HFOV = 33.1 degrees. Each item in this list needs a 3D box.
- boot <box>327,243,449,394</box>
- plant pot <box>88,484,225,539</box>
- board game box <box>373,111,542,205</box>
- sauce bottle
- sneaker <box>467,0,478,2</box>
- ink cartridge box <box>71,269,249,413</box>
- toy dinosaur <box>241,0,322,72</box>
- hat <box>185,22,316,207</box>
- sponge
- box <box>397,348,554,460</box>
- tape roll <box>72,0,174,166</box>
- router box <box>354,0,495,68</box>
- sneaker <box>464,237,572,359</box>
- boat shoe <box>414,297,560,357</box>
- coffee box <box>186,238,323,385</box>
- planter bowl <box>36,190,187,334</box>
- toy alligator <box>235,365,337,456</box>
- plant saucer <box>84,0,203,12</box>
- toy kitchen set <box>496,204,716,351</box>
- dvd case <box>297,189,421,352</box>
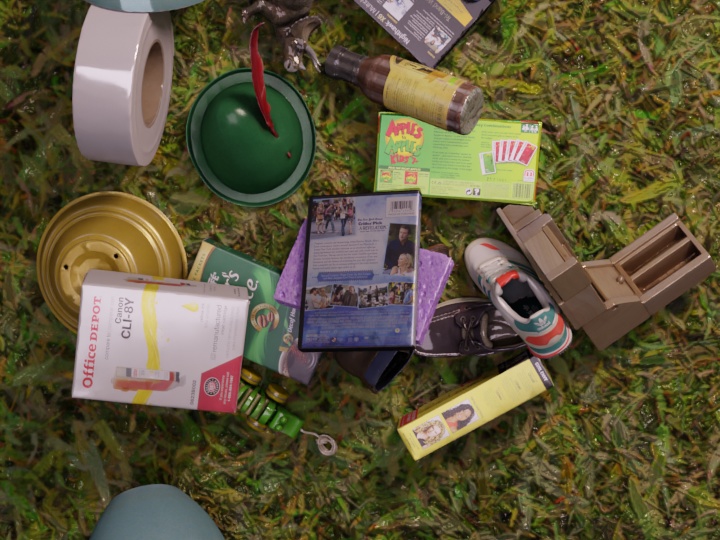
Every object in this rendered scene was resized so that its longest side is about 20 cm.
[{"bbox_3d":[0.055,0.061,1.500,0.200,0.075,0.097,-43,61,3],"label":"boot"},{"bbox_3d":[-0.264,0.352,1.539,0.200,0.200,0.135,-20,61,6],"label":"plant pot"},{"bbox_3d":[0.119,-0.140,1.503,0.199,0.048,0.102,4,97,3],"label":"board game box"},{"bbox_3d":[0.049,-0.223,1.463,0.200,0.065,0.065,24,99,21],"label":"sauce bottle"},{"bbox_3d":[0.115,-0.354,1.409,0.199,0.077,0.086,-4,101,4],"label":"sneaker"},{"bbox_3d":[-0.242,0.086,1.468,0.199,0.083,0.146,6,100,-8],"label":"ink cartridge box"},{"bbox_3d":[-0.090,-0.346,1.466,0.102,0.077,0.201,5,119,3],"label":"toy dinosaur"},{"bbox_3d":[-0.147,-0.169,1.451,0.165,0.176,0.201,-18,96,6],"label":"hat"},{"bbox_3d":[0.003,0.012,1.477,0.199,0.030,0.112,16,74,20],"label":"sponge"},{"bbox_3d":[0.145,0.166,1.530,0.200,0.075,0.050,-30,92,8],"label":"box"},{"bbox_3d":[-0.279,-0.227,1.443,0.071,0.202,0.203,7,98,3],"label":"tape roll"},{"bbox_3d":[0.066,-0.366,1.474,0.200,0.052,0.157,43,99,-2],"label":"router box"},{"bbox_3d":[0.181,0.013,1.452,0.070,0.093,0.200,-33,50,1],"label":"sneaker"},{"bbox_3d":[0.154,0.071,1.519,0.199,0.065,0.072,-8,98,6],"label":"boat shoe"},{"bbox_3d":[-0.132,0.053,1.547,0.200,0.044,0.123,25,98,0],"label":"coffee box"},{"bbox_3d":[-0.325,0.003,1.534,0.200,0.083,0.201,1,98,4],"label":"planter bowl"},{"bbox_3d":[-0.115,0.183,1.558,0.200,0.054,0.059,34,99,-1],"label":"toy alligator"},{"bbox_3d":[-0.255,-0.370,1.428,0.199,0.200,0.036,8,131,3],"label":"plant saucer"},{"bbox_3d":[0.286,-0.047,1.455,0.180,0.200,0.163,-36,52,7],"label":"toy kitchen set"},{"bbox_3d":[0.000,0.000,1.456,0.142,0.018,0.201,-2,69,15],"label":"dvd case"}]
